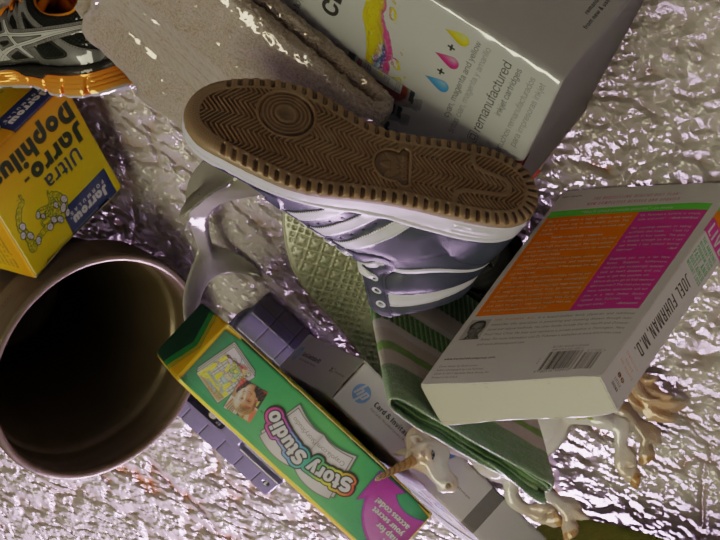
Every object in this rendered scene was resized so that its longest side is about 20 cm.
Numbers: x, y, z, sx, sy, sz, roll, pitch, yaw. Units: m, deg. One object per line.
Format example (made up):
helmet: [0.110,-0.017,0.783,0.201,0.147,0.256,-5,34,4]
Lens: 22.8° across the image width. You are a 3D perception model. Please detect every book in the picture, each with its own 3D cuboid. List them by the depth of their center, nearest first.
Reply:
book: [0.141,0.017,1.095,0.134,0.200,0.048,-7,120,43]

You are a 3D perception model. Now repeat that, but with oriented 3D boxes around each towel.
towel: [-0.079,-0.123,1.047,0.200,0.034,0.133,40,146,2]
towel: [0.057,0.052,1.184,0.152,0.200,0.023,33,117,-31]

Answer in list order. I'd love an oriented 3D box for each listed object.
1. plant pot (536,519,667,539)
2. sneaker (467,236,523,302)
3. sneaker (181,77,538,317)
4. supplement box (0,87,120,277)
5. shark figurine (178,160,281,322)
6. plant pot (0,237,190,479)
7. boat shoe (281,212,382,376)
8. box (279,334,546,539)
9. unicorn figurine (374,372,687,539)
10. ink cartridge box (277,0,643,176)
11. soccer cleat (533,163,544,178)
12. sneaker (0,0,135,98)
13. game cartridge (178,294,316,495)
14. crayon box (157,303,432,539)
plant pot: [0.208,0.272,1.332,0.200,0.187,0.187,32,143,34]
sneaker: [0.065,-0.024,1.220,0.200,0.060,0.104,48,-175,33]
sneaker: [-0.011,-0.036,1.007,0.200,0.070,0.109,16,146,-8]
supplement box: [-0.310,-0.085,1.418,0.200,0.109,0.110,12,141,39]
shark figurine: [-0.109,-0.048,1.333,0.128,0.090,0.214,44,140,-3]
plant pot: [-0.260,0.047,1.479,0.173,0.200,0.200,30,145,43]
boat shoe: [0.000,0.000,1.296,0.075,0.062,0.200,-21,124,15]
box: [0.036,0.137,1.356,0.200,0.041,0.156,44,172,-15]
unicorn figurine: [0.121,0.123,1.263,0.137,0.200,0.074,48,174,-8]
ink cartridge box: [0.045,-0.157,1.052,0.200,0.145,0.145,34,143,9]
soccer cleat: [0.038,-0.124,1.166,0.200,0.068,0.073,36,118,11]
sneaker: [-0.243,-0.176,1.337,0.200,0.078,0.077,8,111,35]
game cartridge: [-0.082,0.108,1.505,0.130,0.038,0.200,39,142,-5]
crayon box: [-0.052,0.115,1.304,0.200,0.058,0.173,43,174,-11]
